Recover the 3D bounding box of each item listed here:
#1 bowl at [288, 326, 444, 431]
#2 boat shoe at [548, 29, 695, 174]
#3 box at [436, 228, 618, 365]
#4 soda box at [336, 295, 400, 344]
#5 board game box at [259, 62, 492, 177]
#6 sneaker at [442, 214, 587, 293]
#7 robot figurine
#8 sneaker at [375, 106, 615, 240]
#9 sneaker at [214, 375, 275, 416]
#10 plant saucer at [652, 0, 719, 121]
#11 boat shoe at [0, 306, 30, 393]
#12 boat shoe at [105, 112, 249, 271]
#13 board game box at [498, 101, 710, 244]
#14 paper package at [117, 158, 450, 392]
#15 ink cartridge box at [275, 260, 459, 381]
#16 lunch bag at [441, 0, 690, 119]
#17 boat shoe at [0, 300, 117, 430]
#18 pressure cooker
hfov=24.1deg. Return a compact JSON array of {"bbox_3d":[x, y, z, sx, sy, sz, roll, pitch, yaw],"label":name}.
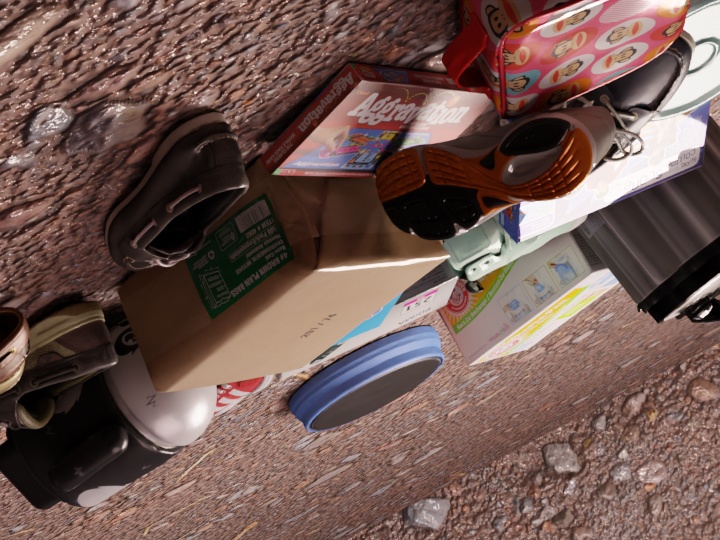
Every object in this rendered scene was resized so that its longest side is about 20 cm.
[{"bbox_3d":[0.011,0.134,2.027,0.200,0.039,0.201,-26,165,-8],"label":"bowl"},{"bbox_3d":[0.188,-0.121,1.316,0.200,0.075,0.062,-38,-154,49],"label":"boat shoe"},{"bbox_3d":[0.184,0.004,1.785,0.112,0.101,0.200,-11,158,-47],"label":"box"},{"bbox_3d":[0.000,0.000,1.523,0.068,0.064,0.200,-21,163,-22],"label":"soda box"},{"bbox_3d":[0.019,-0.109,1.266,0.103,0.019,0.200,-46,158,26],"label":"board game box"},{"bbox_3d":[0.141,-0.042,1.604,0.118,0.074,0.200,-30,168,-18],"label":"sneaker"},{"bbox_3d":[-0.218,0.121,1.434,0.200,0.150,0.125,-33,147,19],"label":"robot figurine"},{"bbox_3d":[0.105,-0.077,1.271,0.200,0.076,0.092,-10,-168,37],"label":"sneaker"},{"bbox_3d":[-0.157,0.107,1.589,0.112,0.071,0.200,-22,166,-32],"label":"sneaker"},{"bbox_3d":[0.263,-0.182,1.357,0.200,0.036,0.200,-22,151,-13],"label":"plant saucer"},{"bbox_3d":[-0.325,0.074,1.201,0.200,0.072,0.068,-25,160,-36],"label":"boat shoe"},{"bbox_3d":[-0.131,-0.037,1.188,0.067,0.057,0.200,-19,162,-31],"label":"boat shoe"},{"bbox_3d":[0.215,-0.115,1.476,0.200,0.034,0.135,-22,138,-17],"label":"board game box"},{"bbox_3d":[-0.063,0.002,1.349,0.200,0.104,0.191,-37,162,34],"label":"paper package"},{"bbox_3d":[-0.005,0.058,1.746,0.200,0.044,0.174,-24,163,-14],"label":"ink cartridge box"},{"bbox_3d":[0.137,-0.175,1.157,0.176,0.082,0.200,-26,166,-4],"label":"lunch bag"},{"bbox_3d":[-0.274,0.098,1.359,0.201,0.066,0.072,-36,164,26],"label":"boat shoe"},{"bbox_3d":[0.315,-0.042,1.640,0.179,0.200,0.176,-40,169,15],"label":"pressure cooker"}]
